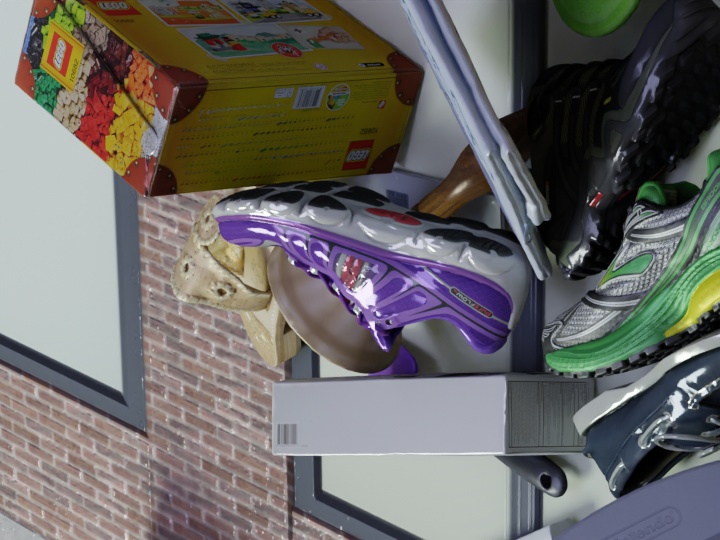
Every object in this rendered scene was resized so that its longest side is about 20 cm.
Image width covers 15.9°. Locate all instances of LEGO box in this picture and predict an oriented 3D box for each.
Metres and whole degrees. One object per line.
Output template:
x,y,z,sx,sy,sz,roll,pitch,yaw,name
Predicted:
-0.087,-0.120,1.596,0.149,0.199,0.077,40,123,38,LEGO box

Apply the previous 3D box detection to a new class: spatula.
0.063,0.096,1.625,0.200,0.020,0.057,28,114,44,spatula

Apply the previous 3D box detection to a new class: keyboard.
0.025,-0.036,1.644,0.200,0.011,0.057,16,109,49,keyboard

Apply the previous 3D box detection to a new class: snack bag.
0.058,-0.099,1.419,0.189,0.021,0.200,64,-178,25,snack bag

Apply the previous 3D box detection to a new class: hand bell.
0.043,-0.035,1.560,0.200,0.104,0.104,-43,66,34,hand bell

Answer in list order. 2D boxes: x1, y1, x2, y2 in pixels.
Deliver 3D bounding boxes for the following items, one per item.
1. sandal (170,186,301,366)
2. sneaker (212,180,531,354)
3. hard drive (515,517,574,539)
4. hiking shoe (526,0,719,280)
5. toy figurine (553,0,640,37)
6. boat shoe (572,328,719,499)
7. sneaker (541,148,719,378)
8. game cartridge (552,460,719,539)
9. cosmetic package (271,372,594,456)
-0.088,0.007,1.684,0.078,0.069,0.212,51,163,32,sandal
0.000,0.000,1.509,0.199,0.081,0.084,18,105,22,sneaker
0.093,0.246,1.634,0.200,0.026,0.132,-33,75,52,hard drive
0.132,-0.087,1.427,0.101,0.076,0.200,50,138,26,hiking shoe
0.055,-0.228,1.357,0.150,0.183,0.201,-7,83,55,toy figurine
0.183,0.075,1.416,0.200,0.075,0.062,-39,69,53,boat shoe
0.169,-0.002,1.414,0.200,0.078,0.086,-37,72,42,sneaker
0.172,0.183,1.399,0.134,0.199,0.040,64,-176,12,game cartridge
0.042,0.088,1.575,0.199,0.082,0.051,-4,83,45,cosmetic package
